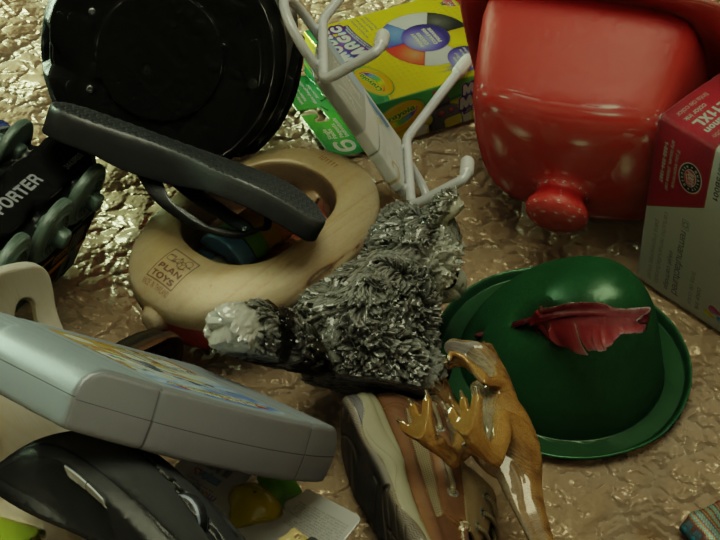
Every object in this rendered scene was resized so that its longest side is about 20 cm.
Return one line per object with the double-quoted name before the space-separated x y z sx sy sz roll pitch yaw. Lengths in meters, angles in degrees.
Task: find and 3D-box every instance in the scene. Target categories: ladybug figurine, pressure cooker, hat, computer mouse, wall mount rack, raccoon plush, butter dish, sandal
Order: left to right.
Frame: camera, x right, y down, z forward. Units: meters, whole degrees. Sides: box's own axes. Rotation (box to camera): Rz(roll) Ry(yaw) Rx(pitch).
"pressure cooker" -0.129 -0.171 1.164 0.174 0.181 0.200 -7 15 3
"sandal" -0.113 -0.056 1.041 0.198 0.043 0.076 21 10 14
"computer mouse" -0.080 0.119 0.804 0.199 0.047 0.140 19 4 38
"ladybug figurine" -0.070 -0.009 1.081 0.135 0.073 0.199 33 50 32
"raccoon plush" 0.000 0.000 0.980 0.096 0.199 0.136 1 76 31
"wall mount rack" 0.025 -0.139 1.137 0.074 0.201 0.175 -27 30 17
"butter dish" 0.153 -0.095 1.119 0.197 0.200 0.149 13 66 19
"hat" 0.138 0.002 0.990 0.165 0.177 0.199 -32 52 -30

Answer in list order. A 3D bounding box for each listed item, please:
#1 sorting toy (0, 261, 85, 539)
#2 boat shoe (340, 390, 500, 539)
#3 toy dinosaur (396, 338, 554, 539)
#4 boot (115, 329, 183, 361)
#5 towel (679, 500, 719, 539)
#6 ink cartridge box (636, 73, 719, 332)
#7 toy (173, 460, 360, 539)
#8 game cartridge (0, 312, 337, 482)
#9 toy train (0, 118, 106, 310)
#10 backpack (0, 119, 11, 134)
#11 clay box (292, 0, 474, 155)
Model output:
"sorting toy" -0.204 0.089 0.880 0.180 0.106 0.201 -41 100 -39
"boat shoe" 0.046 0.140 0.917 0.071 0.076 0.201 -8 45 -15
"toy dinosaur" 0.082 0.103 0.892 0.106 0.060 0.202 22 40 -39
"boot" -0.209 0.073 0.987 0.199 0.075 0.097 -32 54 -29
"towel" 0.298 0.180 0.914 0.145 0.022 0.200 -22 46 -24
"ink cartridge box" 0.285 -0.016 1.038 0.082 0.147 0.199 -31 50 -29
"toy" -0.101 0.187 0.881 0.114 0.048 0.200 25 54 28
"game cartridge" -0.107 0.069 0.853 0.132 0.042 0.199 14 -4 39
"toy train" -0.232 -0.015 1.031 0.085 0.115 0.200 29 33 3
"backpack" -0.325 -0.083 1.073 0.153 0.191 0.201 26 46 4
"clay box" 0.043 -0.160 1.269 0.198 0.048 0.115 -18 45 -21
